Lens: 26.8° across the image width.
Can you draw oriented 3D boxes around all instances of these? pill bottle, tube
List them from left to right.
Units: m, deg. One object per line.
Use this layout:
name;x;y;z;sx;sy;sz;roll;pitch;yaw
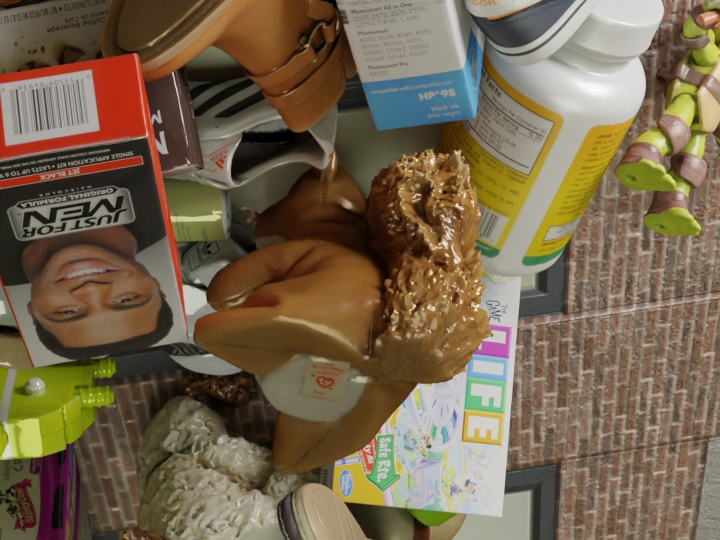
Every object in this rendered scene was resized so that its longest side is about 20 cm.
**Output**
tube;-0.188;-0.040;1.034;0.197;0.052;0.059;-2;116;1
pill bottle;0.119;-0.104;0.995;0.111;0.114;0.201;9;130;-18

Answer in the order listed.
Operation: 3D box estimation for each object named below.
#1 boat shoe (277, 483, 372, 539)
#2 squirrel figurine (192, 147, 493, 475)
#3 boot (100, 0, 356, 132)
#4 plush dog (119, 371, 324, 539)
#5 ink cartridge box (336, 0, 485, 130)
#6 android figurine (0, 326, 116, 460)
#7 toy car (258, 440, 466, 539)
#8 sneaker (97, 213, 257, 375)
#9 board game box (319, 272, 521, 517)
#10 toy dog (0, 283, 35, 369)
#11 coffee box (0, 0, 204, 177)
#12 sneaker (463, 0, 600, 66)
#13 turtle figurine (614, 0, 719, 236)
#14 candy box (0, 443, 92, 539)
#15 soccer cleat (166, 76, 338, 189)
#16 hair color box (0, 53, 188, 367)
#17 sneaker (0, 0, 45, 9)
boat shoe;-0.023;0.210;1.060;0.064;0.073;0.200;-20;150;8
squirrel figurine;0.000;0.000;0.987;0.198;0.188;0.142;-20;127;23
boot;-0.061;-0.138;0.894;0.200;0.073;0.156;-49;146;-26
plush dog;-0.126;0.174;1.160;0.159;0.172;0.202;13;118;-28
ink cartridge box;0.023;-0.197;0.882;0.066;0.117;0.201;-4;136;15
android figurine;-0.270;0.089;1.055;0.197;0.182;0.042;-5;112;-4
toy car;0.032;0.172;1.245;0.164;0.159;0.199;-37;157;27
sneaker;-0.146;0.005;1.074;0.198;0.076;0.115;13;128;-28
board game box;0.045;0.072;1.101;0.133;0.203;0.034;8;172;-18
toy dog;-0.287;0.006;0.984;0.197;0.134;0.096;-8;173;13
coffee box;-0.203;-0.097;0.912;0.197;0.080;0.115;-11;92;-1
sneaker;0.133;-0.218;0.875;0.201;0.078;0.079;-52;134;-5
turtle figurine;0.223;-0.116;1.004;0.064;0.162;0.201;18;156;29
candy box;-0.253;0.230;1.213;0.060;0.137;0.202;-5;132;-4
soccer cleat;-0.111;-0.087;0.986;0.197;0.086;0.069;-7;133;-4
hair color box;-0.157;-0.027;0.852;0.100;0.062;0.201;-10;147;-5
sneaker;-0.145;-0.212;0.878;0.199;0.079;0.077;-32;154;28
